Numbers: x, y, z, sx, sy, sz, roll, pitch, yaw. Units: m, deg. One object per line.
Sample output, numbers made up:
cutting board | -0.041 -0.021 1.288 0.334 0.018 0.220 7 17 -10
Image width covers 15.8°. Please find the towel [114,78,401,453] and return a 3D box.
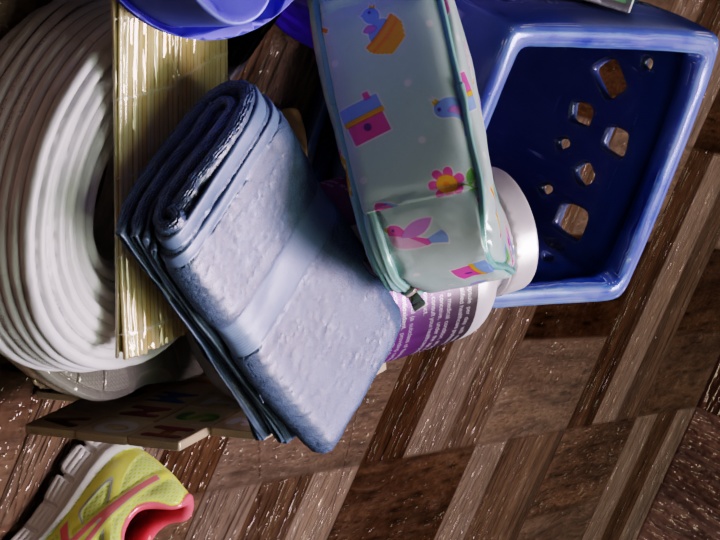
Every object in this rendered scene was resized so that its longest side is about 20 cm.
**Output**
towel | -0.050 0.000 1.349 0.112 0.049 0.200 -57 138 -24

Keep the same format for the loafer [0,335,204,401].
loafer | -0.155 0.040 1.475 0.200 0.063 0.072 5 80 -61

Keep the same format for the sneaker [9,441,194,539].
sneaker | -0.174 0.194 1.584 0.200 0.090 0.078 -59 163 -12

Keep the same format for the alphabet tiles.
alphabet tiles | -0.101 0.072 1.511 0.200 0.167 0.008 -25 117 -62

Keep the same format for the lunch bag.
lunch bag | 0.027 -0.079 1.386 0.160 0.077 0.200 34 44 -84

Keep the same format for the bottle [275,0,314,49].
bottle | 0.022 -0.222 1.574 0.200 0.083 0.065 -57 160 -17

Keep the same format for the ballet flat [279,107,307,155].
ballet flat | -0.071 -0.040 1.596 0.200 0.063 0.069 -42 152 -50

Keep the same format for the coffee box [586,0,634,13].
coffee box | 0.122 -0.220 1.692 0.200 0.123 0.044 -87 -166 -73

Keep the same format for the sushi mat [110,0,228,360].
sushi mat | -0.097 -0.060 1.324 0.096 0.012 0.200 -29 126 -54

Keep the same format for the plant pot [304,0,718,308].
plant pot | 0.082 -0.102 1.686 0.200 0.180 0.200 -1 118 -41

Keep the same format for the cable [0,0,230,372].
cable | -0.137 -0.042 1.344 0.200 0.069 0.200 -40 136 -50

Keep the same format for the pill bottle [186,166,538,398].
pill bottle | 0.000 0.000 1.502 0.200 0.112 0.113 -16 137 -27

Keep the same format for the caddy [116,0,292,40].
caddy | -0.069 -0.207 1.236 0.141 0.105 0.200 -21 111 -28

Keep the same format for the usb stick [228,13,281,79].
usb stick | -0.062 -0.145 1.420 0.200 0.033 0.055 146 -35 -79
